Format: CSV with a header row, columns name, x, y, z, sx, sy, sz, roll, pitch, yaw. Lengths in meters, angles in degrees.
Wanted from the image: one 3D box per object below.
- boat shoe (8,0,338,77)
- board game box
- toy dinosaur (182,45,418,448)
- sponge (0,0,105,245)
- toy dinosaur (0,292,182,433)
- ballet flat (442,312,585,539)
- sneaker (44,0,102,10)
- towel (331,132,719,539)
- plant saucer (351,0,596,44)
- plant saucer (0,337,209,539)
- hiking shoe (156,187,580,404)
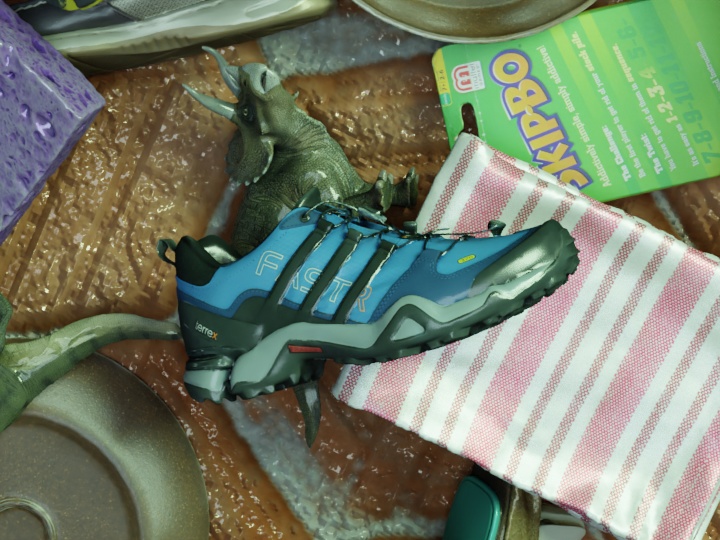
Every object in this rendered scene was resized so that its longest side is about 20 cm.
name,x,y,z,sx,sy,sz,roll,pitch,yaw
boat shoe,-0.112,-0.138,0.762,0.197,0.072,0.066,-11,90,5
board game box,0.140,-0.088,0.776,0.197,0.030,0.097,-13,99,2
toy dinosaur,-0.029,-0.014,0.787,0.101,0.077,0.203,9,112,18
sponge,-0.217,-0.054,0.758,0.111,0.030,0.200,42,126,-4
toy dinosaur,-0.195,0.049,0.778,0.199,0.048,0.089,-32,110,6
ballet flat,0.087,0.106,0.805,0.071,0.068,0.203,5,98,-17
sneaker,-0.147,-0.174,0.725,0.084,0.199,0.075,-27,131,-31
towel,0.103,0.040,0.746,0.198,0.030,0.148,26,94,-2
plant saucer,0.054,-0.211,0.742,0.197,0.034,0.203,0,96,-4
plant saucer,-0.182,0.139,0.833,0.197,0.037,0.203,0,101,2
hiking shoe,0.000,0.000,0.704,0.198,0.074,0.088,-16,88,13
